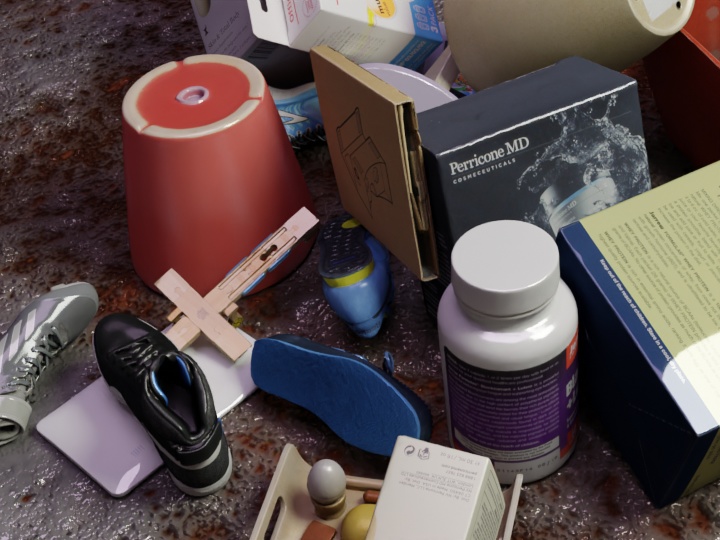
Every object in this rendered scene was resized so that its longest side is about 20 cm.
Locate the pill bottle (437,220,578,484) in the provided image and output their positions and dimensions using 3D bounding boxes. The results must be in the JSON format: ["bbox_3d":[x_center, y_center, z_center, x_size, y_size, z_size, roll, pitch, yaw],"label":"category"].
[{"bbox_3d":[0.118,0.064,1.031,0.109,0.202,0.112,-5,41,4],"label":"pill bottle"}]

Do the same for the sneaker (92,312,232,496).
[{"bbox_3d":[-0.170,0.084,1.098,0.072,0.113,0.200,-28,58,-20],"label":"sneaker"}]

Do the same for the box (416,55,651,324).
[{"bbox_3d":[0.147,-0.057,1.147,0.194,0.203,0.117,-21,25,-13],"label":"box"}]

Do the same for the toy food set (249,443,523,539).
[{"bbox_3d":[0.018,0.203,0.998,0.197,0.061,0.144,4,42,15],"label":"toy food set"}]

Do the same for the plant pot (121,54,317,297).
[{"bbox_3d":[-0.149,-0.101,1.284,0.197,0.179,0.202,-5,40,4],"label":"plant pot"}]

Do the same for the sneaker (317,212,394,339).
[{"bbox_3d":[0.000,0.000,1.243,0.065,0.079,0.201,-18,21,10],"label":"sneaker"}]

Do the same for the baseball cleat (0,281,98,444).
[{"bbox_3d":[-0.307,0.095,1.186,0.199,0.070,0.106,-38,54,-17],"label":"baseball cleat"}]

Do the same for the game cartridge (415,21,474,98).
[{"bbox_3d":[0.076,-0.217,1.442,0.128,0.039,0.202,21,42,-10],"label":"game cartridge"}]

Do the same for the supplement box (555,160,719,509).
[{"bbox_3d":[0.280,0.042,1.039,0.197,0.135,0.201,-22,61,-15],"label":"supplement box"}]

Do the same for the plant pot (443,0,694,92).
[{"bbox_3d":[0.211,-0.252,1.224,0.187,0.189,0.199,-36,20,-28],"label":"plant pot"}]

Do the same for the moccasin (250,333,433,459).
[{"bbox_3d":[-0.008,0.094,1.110,0.199,0.082,0.068,28,20,37],"label":"moccasin"}]

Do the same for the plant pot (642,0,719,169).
[{"bbox_3d":[0.396,-0.190,1.290,0.197,0.178,0.201,-17,41,-11],"label":"plant pot"}]

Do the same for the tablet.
[{"bbox_3d":[-0.181,0.112,1.174,0.129,0.014,0.199,29,53,36],"label":"tablet"}]

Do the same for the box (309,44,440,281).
[{"bbox_3d":[0.011,-0.099,1.152,0.021,0.166,0.200,-19,28,-16],"label":"box"}]

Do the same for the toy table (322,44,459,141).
[{"bbox_3d":[0.049,-0.138,1.305,0.183,0.200,0.117,-38,19,15],"label":"toy table"}]

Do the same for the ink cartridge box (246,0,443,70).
[{"bbox_3d":[-0.019,-0.283,1.337,0.198,0.068,0.117,7,59,-35],"label":"ink cartridge box"}]

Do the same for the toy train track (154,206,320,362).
[{"bbox_3d":[-0.115,0.019,1.218,0.114,0.033,0.200,40,74,22],"label":"toy train track"}]

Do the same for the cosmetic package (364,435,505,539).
[{"bbox_3d":[0.035,0.229,0.885,0.070,0.106,0.202,11,63,19],"label":"cosmetic package"}]

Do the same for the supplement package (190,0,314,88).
[{"bbox_3d":[-0.095,-0.331,1.460,0.149,0.151,0.203,-3,67,-41],"label":"supplement package"}]

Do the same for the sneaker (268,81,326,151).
[{"bbox_3d":[-0.069,-0.151,1.426,0.197,0.079,0.091,0,60,15],"label":"sneaker"}]
